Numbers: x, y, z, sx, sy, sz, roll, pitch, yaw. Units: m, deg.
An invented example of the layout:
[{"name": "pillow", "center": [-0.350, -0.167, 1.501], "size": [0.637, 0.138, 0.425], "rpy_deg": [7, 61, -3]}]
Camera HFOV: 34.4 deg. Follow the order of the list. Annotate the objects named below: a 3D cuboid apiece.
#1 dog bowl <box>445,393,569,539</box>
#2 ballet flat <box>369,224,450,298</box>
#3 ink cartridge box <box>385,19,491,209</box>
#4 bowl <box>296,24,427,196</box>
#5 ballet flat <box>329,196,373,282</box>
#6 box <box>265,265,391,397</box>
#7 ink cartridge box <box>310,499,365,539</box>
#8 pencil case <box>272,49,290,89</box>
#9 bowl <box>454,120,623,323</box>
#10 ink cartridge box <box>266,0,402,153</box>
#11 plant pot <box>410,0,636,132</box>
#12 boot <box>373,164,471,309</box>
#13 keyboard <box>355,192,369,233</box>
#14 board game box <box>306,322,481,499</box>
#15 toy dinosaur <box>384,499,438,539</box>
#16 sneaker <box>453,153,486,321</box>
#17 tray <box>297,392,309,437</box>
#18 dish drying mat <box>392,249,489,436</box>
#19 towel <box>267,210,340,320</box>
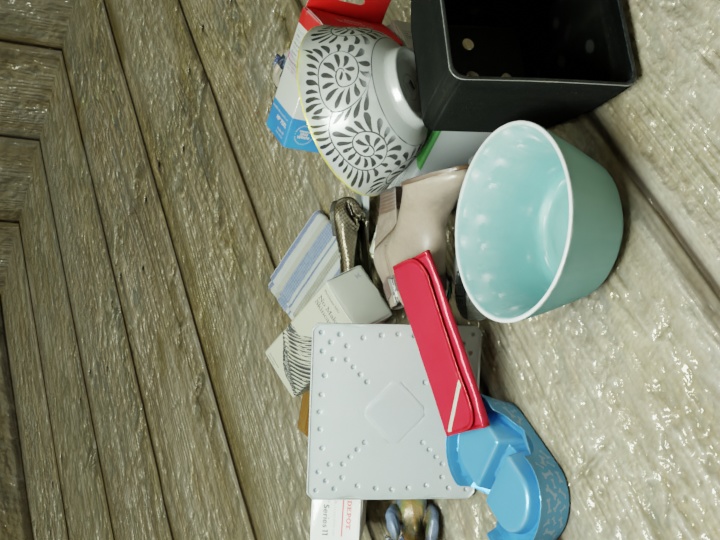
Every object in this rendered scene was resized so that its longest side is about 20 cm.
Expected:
[{"name": "dog bowl", "center": [0.160, 0.219, 1.269], "size": [0.201, 0.049, 0.112], "rpy_deg": [58, 135, 49]}, {"name": "ballet flat", "center": [0.050, -0.019, 1.493], "size": [0.200, 0.071, 0.072], "rpy_deg": [52, 131, 53]}, {"name": "ink cartridge box", "center": [0.075, -0.192, 1.447], "size": [0.147, 0.083, 0.201], "rpy_deg": [-62, 36, 39]}, {"name": "bowl", "center": [0.023, -0.194, 1.302], "size": [0.093, 0.200, 0.203], "rpy_deg": [-17, 68, 30]}, {"name": "ballet flat", "center": [0.000, 0.000, 1.570], "size": [0.046, 0.067, 0.203], "rpy_deg": [-7, 95, 24]}, {"name": "box", "center": [-0.045, 0.083, 1.539], "size": [0.083, 0.068, 0.200], "rpy_deg": [55, 139, 13]}, {"name": "ink cartridge box", "center": [-0.025, 0.282, 1.498], "size": [0.200, 0.066, 0.119], "rpy_deg": [39, -125, -87]}, {"name": "pencil case", "center": [-0.066, -0.273, 1.735], "size": [0.200, 0.077, 0.090], "rpy_deg": [-133, 39, -55]}, {"name": "bowl", "center": [0.192, -0.046, 1.186], "size": [0.200, 0.104, 0.204], "rpy_deg": [-12, 77, 61]}, {"name": "ink cartridge box", "center": [-0.027, -0.247, 1.431], "size": [0.067, 0.115, 0.202], "rpy_deg": [53, 130, 49]}, {"name": "plant pot", "center": [0.146, -0.246, 1.224], "size": [0.178, 0.197, 0.203], "rpy_deg": [129, 137, -65]}, {"name": "boot", "center": [0.077, -0.031, 1.329], "size": [0.200, 0.069, 0.148], "rpy_deg": [-16, 80, 64]}, {"name": "keyboard", "center": [0.003, -0.116, 1.569], "size": [0.201, 0.011, 0.057], "rpy_deg": [91, 169, -55]}, {"name": "board game box", "center": [0.038, 0.162, 1.345], "size": [0.026, 0.197, 0.203], "rpy_deg": [-154, 66, -79]}, {"name": "toy dinosaur", "center": [0.048, 0.277, 1.441], "size": [0.182, 0.104, 0.202], "rpy_deg": [-96, 13, -57]}, {"name": "sneaker", "center": [0.143, -0.043, 1.335], "size": [0.087, 0.074, 0.203], "rpy_deg": [-150, 68, -78]}, {"name": "tray", "center": [-0.044, 0.148, 1.680], "size": [0.098, 0.037, 0.203], "rpy_deg": [25, 108, 60]}, {"name": "dish drying mat", "center": [0.086, 0.082, 1.292], "size": [0.077, 0.018, 0.202], "rpy_deg": [-26, 81, 58]}, {"name": "towel", "center": [-0.065, 0.008, 1.702], "size": [0.148, 0.024, 0.200], "rpy_deg": [-56, 32, 9]}]
